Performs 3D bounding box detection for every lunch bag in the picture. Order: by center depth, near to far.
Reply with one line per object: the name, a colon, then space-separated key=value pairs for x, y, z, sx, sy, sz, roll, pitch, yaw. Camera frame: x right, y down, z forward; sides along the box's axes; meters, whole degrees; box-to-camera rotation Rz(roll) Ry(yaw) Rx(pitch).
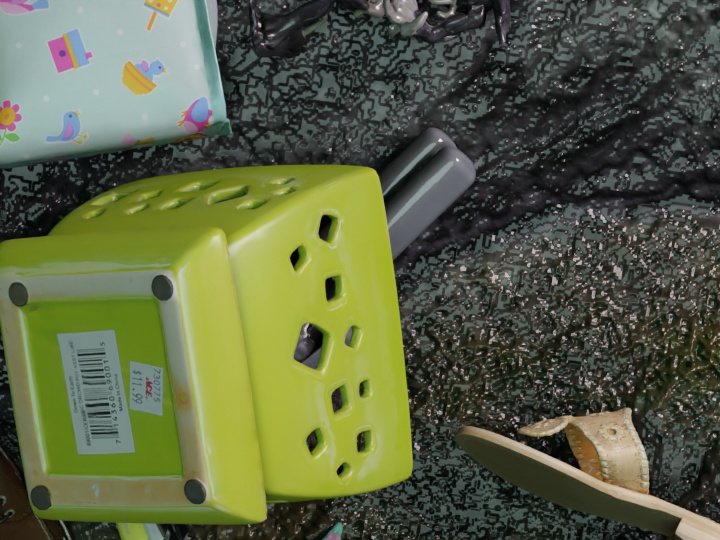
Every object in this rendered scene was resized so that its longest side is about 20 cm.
lunch bag: x=-0.172 y=-0.171 z=1.532 sx=0.169 sy=0.122 sz=0.201 roll=-8 pitch=91 yaw=0

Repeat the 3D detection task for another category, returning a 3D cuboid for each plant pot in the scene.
plant pot: x=-0.103 y=0.051 z=1.494 sx=0.198 sy=0.181 sz=0.201 roll=-2 pitch=100 yaw=33

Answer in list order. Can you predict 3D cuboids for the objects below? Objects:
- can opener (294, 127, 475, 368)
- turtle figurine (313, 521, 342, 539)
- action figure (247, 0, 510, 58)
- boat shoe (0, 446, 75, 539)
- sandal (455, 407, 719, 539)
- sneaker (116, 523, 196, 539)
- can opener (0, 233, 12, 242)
can opener: x=0.000 y=0.000 z=1.603 sx=0.200 sy=0.053 sz=0.067 roll=-44 pitch=129 yaw=4
turtle figurine: x=0.015 y=0.268 z=1.612 sx=0.150 sy=0.101 sz=0.200 roll=-42 pitch=91 yaw=4
action figure: x=0.024 y=-0.189 z=1.539 sx=0.199 sy=0.102 sz=0.120 roll=-12 pitch=71 yaw=4
boat shoe: x=-0.248 y=0.146 z=1.599 sx=0.072 sy=0.068 sz=0.200 roll=-35 pitch=98 yaw=2
sandal: x=0.168 y=0.125 z=1.613 sx=0.211 sy=0.078 sz=0.070 roll=26 pitch=72 yaw=-1
sneaker: x=-0.139 y=0.236 z=1.612 sx=0.090 sy=0.078 sz=0.201 roll=-13 pitch=96 yaw=7
can opener: x=-0.259 y=0.004 z=1.515 sx=0.066 sy=0.200 sz=0.053 roll=23 pitch=97 yaw=17
